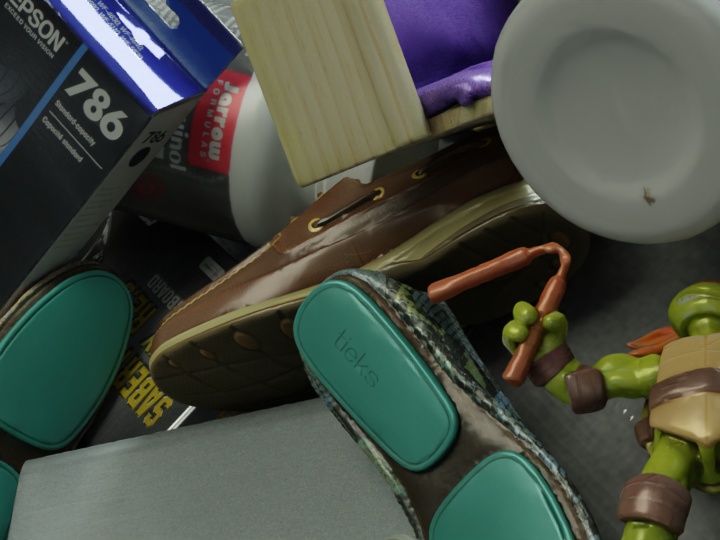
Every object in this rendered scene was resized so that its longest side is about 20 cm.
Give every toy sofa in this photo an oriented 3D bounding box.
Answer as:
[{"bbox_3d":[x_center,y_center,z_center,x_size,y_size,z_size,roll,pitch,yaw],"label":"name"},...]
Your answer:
[{"bbox_3d":[0.041,-0.101,0.898,0.097,0.083,0.200,-20,1,29],"label":"toy sofa"}]

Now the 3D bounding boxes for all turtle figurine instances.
[{"bbox_3d":[0.116,0.056,0.762,0.198,0.065,0.162,2,44,10],"label":"turtle figurine"}]

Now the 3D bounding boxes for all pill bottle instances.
[{"bbox_3d":[-0.067,-0.073,1.029,0.199,0.111,0.111,15,61,22],"label":"pill bottle"},{"bbox_3d":[0.139,-0.099,0.830,0.109,0.110,0.200,-14,18,38],"label":"pill bottle"}]

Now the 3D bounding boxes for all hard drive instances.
[{"bbox_3d":[-0.059,0.126,0.878,0.199,0.033,0.140,-13,49,21],"label":"hard drive"}]

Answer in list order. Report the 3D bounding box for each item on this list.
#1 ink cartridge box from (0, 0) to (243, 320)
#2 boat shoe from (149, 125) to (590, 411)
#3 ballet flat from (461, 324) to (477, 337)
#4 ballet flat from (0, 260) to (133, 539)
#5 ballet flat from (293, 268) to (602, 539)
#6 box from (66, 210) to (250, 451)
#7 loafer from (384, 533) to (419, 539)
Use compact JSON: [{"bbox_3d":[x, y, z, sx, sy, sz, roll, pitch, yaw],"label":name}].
[{"bbox_3d":[-0.152,-0.064,0.986,0.099,0.039,0.200,46,110,14],"label":"ink cartridge box"},{"bbox_3d":[0.000,0.000,0.903,0.199,0.072,0.068,-24,49,15],"label":"boat shoe"},{"bbox_3d":[0.049,-0.010,0.941,0.200,0.046,0.068,-38,33,9],"label":"ballet flat"},{"bbox_3d":[-0.175,0.081,0.983,0.067,0.068,0.201,-9,46,52],"label":"ballet flat"},{"bbox_3d":[0.049,0.079,0.812,0.074,0.074,0.201,-37,65,11],"label":"ballet flat"},{"bbox_3d":[-0.116,0.051,1.051,0.158,0.048,0.200,-46,33,-2],"label":"box"},{"bbox_3d":[-0.010,0.182,0.777,0.200,0.063,0.072,-54,25,28],"label":"loafer"}]
